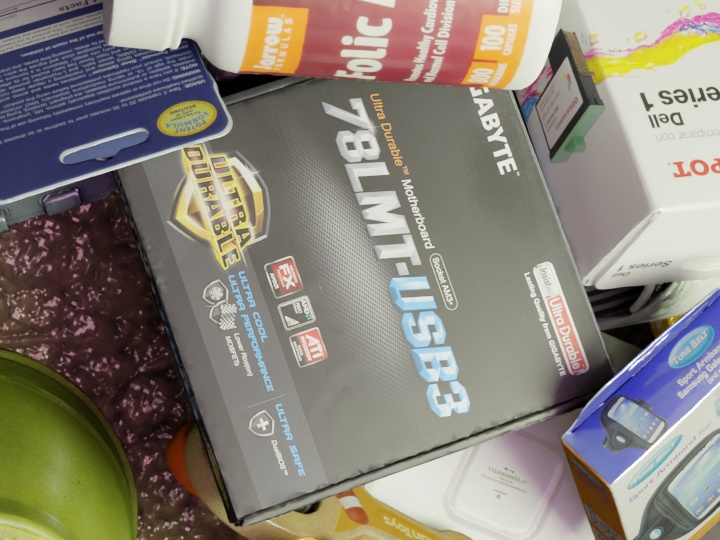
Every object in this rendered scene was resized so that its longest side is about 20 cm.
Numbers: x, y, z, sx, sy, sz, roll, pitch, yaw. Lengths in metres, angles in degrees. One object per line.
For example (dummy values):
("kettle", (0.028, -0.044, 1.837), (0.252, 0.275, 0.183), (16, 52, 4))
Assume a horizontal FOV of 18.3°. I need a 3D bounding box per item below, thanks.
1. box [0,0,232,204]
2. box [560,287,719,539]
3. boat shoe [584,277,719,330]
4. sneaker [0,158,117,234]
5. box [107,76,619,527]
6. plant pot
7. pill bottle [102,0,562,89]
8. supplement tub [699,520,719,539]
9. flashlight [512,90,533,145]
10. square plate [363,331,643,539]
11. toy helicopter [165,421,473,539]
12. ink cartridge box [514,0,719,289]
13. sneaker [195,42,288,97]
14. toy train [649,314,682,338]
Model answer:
("box", (-0.144, -0.106, 1.080), (0.121, 0.200, 0.032), (-18, 139, -9))
("box", (0.163, 0.083, 1.127), (0.119, 0.200, 0.041), (-42, 66, -8))
("boat shoe", (0.142, 0.001, 1.169), (0.200, 0.067, 0.074), (-22, 101, -12))
("sneaker", (-0.183, -0.052, 1.135), (0.200, 0.078, 0.080), (6, 97, -7))
("box", (0.000, 0.000, 1.091), (0.198, 0.050, 0.200), (-18, 85, -9))
("plant pot", (-0.198, 0.156, 1.112), (0.200, 0.193, 0.201), (-3, 102, -13))
("pill bottle", (-0.015, -0.145, 1.028), (0.200, 0.114, 0.114), (2, 101, -10))
("supplement tub", (0.259, 0.212, 1.260), (0.200, 0.140, 0.140), (41, 90, -17))
("flashlight", (0.020, -0.040, 1.190), (0.200, 0.068, 0.068), (-44, 107, -3))
("square plate", (0.080, 0.117, 1.257), (0.200, 0.028, 0.198), (24, 94, -16))
("toy helicopter", (-0.005, 0.134, 1.168), (0.200, 0.132, 0.079), (29, 116, -26))
("ink cartridge box", (0.159, -0.102, 1.137), (0.145, 0.084, 0.200), (-6, 66, -27))
("sneaker", (-0.023, -0.140, 1.144), (0.200, 0.098, 0.071), (-32, 105, -7))
("toy train", (0.138, 0.016, 1.233), (0.200, 0.056, 0.150), (41, 84, -15))
